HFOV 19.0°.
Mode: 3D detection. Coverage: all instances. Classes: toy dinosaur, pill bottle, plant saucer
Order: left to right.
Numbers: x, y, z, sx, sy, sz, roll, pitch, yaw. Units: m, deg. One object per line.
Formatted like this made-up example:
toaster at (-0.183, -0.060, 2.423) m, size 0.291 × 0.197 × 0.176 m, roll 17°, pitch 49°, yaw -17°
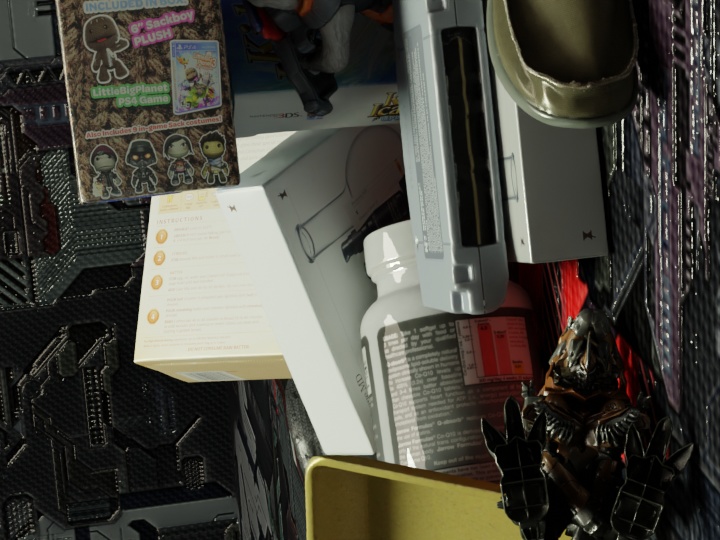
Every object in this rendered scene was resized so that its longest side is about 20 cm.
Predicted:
pill bottle at (0.061, 0.071, 1.369) m, size 0.116 × 0.115 × 0.201 m, roll 123°, pitch 140°, yaw -76°
plant saucer at (0.069, 0.198, 1.288) m, size 0.048 × 0.199 × 0.201 m, roll -55°, pitch -30°, yaw -55°
toy dinosaur at (0.121, 0.119, 1.139) m, size 0.136 × 0.102 × 0.201 m, roll 81°, pitch 175°, yaw -75°

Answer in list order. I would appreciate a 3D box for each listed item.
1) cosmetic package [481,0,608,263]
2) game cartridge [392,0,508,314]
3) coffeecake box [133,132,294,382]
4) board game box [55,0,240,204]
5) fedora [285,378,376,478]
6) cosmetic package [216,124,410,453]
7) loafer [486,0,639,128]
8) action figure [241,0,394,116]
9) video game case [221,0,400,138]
cosmetic package at (0.093, -0.106, 1.253) m, size 0.151 × 0.051 × 0.201 m, roll -178°, pitch 82°, yaw -79°
game cartridge at (0.051, -0.077, 1.270) m, size 0.133 × 0.040 × 0.201 m, roll -173°, pitch 77°, yaw -78°
coffeecake box at (-0.073, -0.027, 1.547) m, size 0.073 × 0.153 × 0.201 m, roll 25°, pitch -114°, yaw -55°
board game box at (-0.135, -0.151, 1.318) m, size 0.159 × 0.096 × 0.201 m, roll -136°, pitch 39°, yaw -81°
fedora at (-0.004, 0.130, 1.649) m, size 0.201 × 0.091 × 0.202 m, roll -14°, pitch -90°, yaw -90°
cosmetic package at (0.000, 0.000, 1.452) m, size 0.051 × 0.151 × 0.201 m, roll -3°, pitch 117°, yaw 45°
loafer at (0.097, -0.161, 1.104) m, size 0.070 × 0.075 × 0.201 m, roll 89°, pitch 170°, yaw -56°
action figure at (-0.017, -0.210, 1.341) m, size 0.104 × 0.193 × 0.201 m, roll -31°, pitch 84°, yaw 44°
video game case at (-0.013, -0.183, 1.445) m, size 0.046 × 0.180 × 0.201 m, roll 97°, pitch 163°, yaw -52°
